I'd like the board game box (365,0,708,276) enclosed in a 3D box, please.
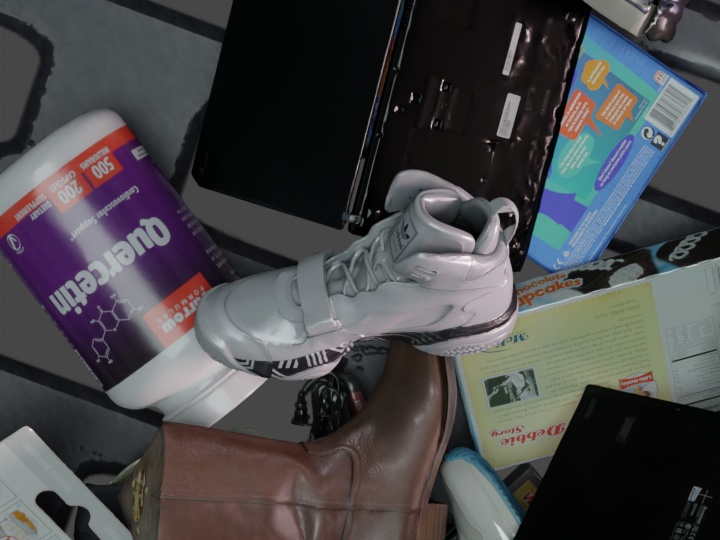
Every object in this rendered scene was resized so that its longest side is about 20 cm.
[{"bbox_3d":[0.097,-0.106,1.200,0.199,0.045,0.153,34,95,-3],"label":"board game box"}]

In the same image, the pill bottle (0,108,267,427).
[{"bbox_3d":[-0.143,0.006,1.177,0.112,0.112,0.201,-37,94,3],"label":"pill bottle"}]

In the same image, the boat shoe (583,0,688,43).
[{"bbox_3d":[0.130,-0.229,1.153,0.199,0.075,0.093,35,110,14],"label":"boat shoe"}]

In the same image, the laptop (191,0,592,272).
[{"bbox_3d":[0.019,-0.112,1.174,0.198,0.103,0.179,12,96,-26],"label":"laptop"}]

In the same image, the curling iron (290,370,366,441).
[{"bbox_3d":[0.010,0.156,1.235,0.049,0.026,0.202,-21,100,23],"label":"curling iron"}]

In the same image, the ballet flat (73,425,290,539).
[{"bbox_3d":[-0.093,0.138,1.212,0.198,0.073,0.074,-15,95,7],"label":"ballet flat"}]

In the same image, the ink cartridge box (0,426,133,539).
[{"bbox_3d":[-0.248,0.182,1.179,0.199,0.047,0.160,-32,127,7],"label":"ink cartridge box"}]

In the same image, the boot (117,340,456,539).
[{"bbox_3d":[-0.045,0.098,1.139,0.198,0.064,0.189,4,78,-15],"label":"boot"}]

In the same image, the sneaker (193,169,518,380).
[{"bbox_3d":[0.000,0.000,1.099,0.197,0.115,0.076,-5,54,-7],"label":"sneaker"}]

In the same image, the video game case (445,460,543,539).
[{"bbox_3d":[0.108,0.259,1.229,0.181,0.026,0.200,-42,97,0],"label":"video game case"}]

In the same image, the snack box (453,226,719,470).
[{"bbox_3d":[0.158,0.051,1.195,0.198,0.037,0.117,-15,121,1],"label":"snack box"}]

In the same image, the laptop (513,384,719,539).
[{"bbox_3d":[0.201,0.194,1.126,0.198,0.116,0.188,12,54,29],"label":"laptop"}]

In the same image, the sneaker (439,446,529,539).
[{"bbox_3d":[0.087,0.209,1.173,0.080,0.077,0.202,-22,93,5],"label":"sneaker"}]
